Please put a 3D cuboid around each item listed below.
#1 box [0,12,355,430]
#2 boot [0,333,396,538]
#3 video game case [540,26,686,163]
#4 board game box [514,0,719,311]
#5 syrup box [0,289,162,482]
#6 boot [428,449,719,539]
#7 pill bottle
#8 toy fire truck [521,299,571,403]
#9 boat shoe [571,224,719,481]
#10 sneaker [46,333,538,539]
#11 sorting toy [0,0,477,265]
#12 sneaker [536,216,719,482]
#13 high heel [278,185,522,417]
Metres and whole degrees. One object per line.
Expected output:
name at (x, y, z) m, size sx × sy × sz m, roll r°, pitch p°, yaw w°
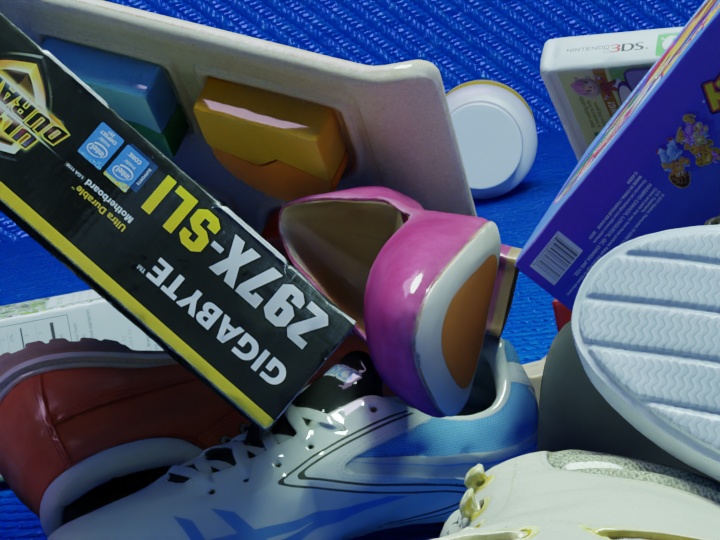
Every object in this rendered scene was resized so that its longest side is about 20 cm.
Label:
box at (-0.085, -0.017, 0.753) m, size 0.049 × 0.160 × 0.200 m, roll -48°, pitch 5°, yaw -5°
boot at (-0.049, 0.073, 0.888) m, size 0.198 × 0.076 × 0.107 m, roll -7°, pitch 24°, yaw -21°
video game case at (0.191, -0.038, 0.951) m, size 0.181 × 0.022 × 0.200 m, roll -2°, pitch -36°, yaw 23°
board game box at (0.143, -0.082, 0.770) m, size 0.200 × 0.045 × 0.135 m, roll -53°, pitch -1°, yaw 28°
syrup box at (-0.174, 0.059, 1.081) m, size 0.198 × 0.082 × 0.079 m, roll -12°, pitch 4°, yaw -6°
boot at (0.022, 0.089, 0.534) m, size 0.198 × 0.073 × 0.155 m, roll -3°, pitch 7°, yaw -1°
pill bottle at (0.118, -0.128, 2.131) m, size 0.110 × 0.112 × 0.200 m, roll -10°, pitch 6°, yaw 5°
toy fire truck at (0.116, 0.042, 0.909) m, size 0.140 × 0.049 × 0.199 m, roll -7°, pitch 8°, yaw 35°
boat shoe at (0.151, 0.045, 0.586) m, size 0.199 × 0.072 × 0.062 m, roll 19°, pitch -19°, yaw 22°
sneaker at (-0.025, 0.071, 0.779) m, size 0.199 × 0.073 × 0.072 m, roll -15°, pitch 9°, yaw -27°
sorting toy at (-0.054, -0.038, 0.882) m, size 0.198 × 0.037 × 0.186 m, roll 11°, pitch -27°, yaw 18°
sneaker at (0.128, -0.006, 0.690) m, size 0.106 × 0.201 × 0.075 m, roll 10°, pitch -26°, yaw 43°
high heel at (0.000, 0.000, 0.738) m, size 0.095 × 0.068 × 0.200 m, roll 14°, pitch 12°, yaw 8°
